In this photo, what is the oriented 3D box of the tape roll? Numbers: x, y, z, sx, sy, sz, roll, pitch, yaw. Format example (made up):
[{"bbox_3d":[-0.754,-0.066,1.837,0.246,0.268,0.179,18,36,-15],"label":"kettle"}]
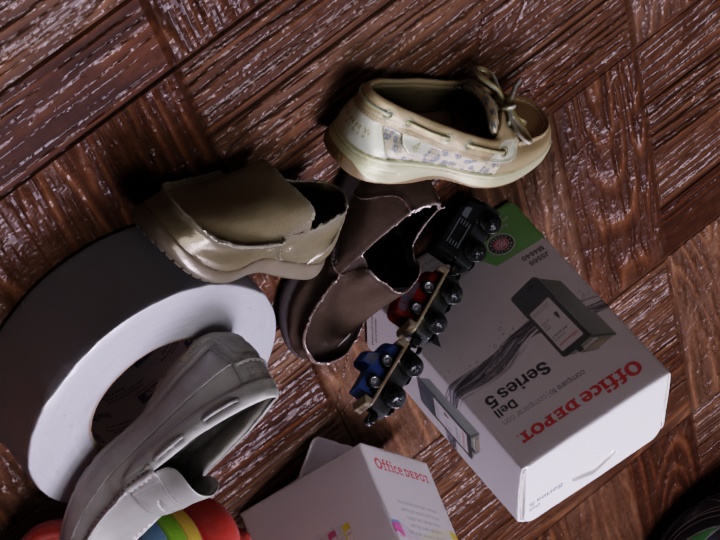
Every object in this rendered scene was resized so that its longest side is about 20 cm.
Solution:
[{"bbox_3d":[-0.155,0.063,1.581,0.199,0.066,0.201,-31,150,-20],"label":"tape roll"}]

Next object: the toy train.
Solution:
[{"bbox_3d":[0.044,0.027,1.734,0.201,0.046,0.034,-60,-172,-25],"label":"toy train"}]

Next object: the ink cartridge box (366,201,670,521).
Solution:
[{"bbox_3d":[0.118,0.068,1.783,0.145,0.200,0.084,-31,150,-19],"label":"ink cartridge box"}]

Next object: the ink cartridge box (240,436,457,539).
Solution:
[{"bbox_3d":[0.005,0.241,1.903,0.125,0.201,0.128,-31,155,18],"label":"ink cartridge box"}]

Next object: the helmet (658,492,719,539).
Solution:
[{"bbox_3d":[0.403,0.332,2.505,0.198,0.192,0.200,-11,172,-2],"label":"helmet"}]

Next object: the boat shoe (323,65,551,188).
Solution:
[{"bbox_3d":[0.066,-0.101,1.622,0.199,0.073,0.063,-10,141,-44],"label":"boat shoe"}]

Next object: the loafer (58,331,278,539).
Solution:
[{"bbox_3d":[-0.129,0.131,1.563,0.200,0.070,0.070,-53,150,18],"label":"loafer"}]

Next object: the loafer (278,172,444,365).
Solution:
[{"bbox_3d":[0.000,0.000,1.679,0.073,0.071,0.201,-16,142,-38],"label":"loafer"}]

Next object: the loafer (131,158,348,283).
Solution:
[{"bbox_3d":[-0.076,-0.038,1.540,0.068,0.076,0.200,-54,158,18],"label":"loafer"}]

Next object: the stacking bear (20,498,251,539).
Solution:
[{"bbox_3d":[-0.161,0.220,1.746,0.200,0.121,0.115,-13,101,-59],"label":"stacking bear"}]
